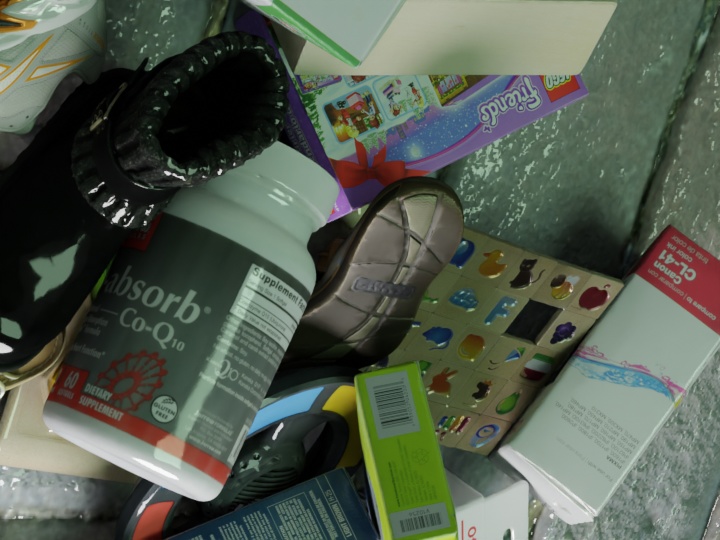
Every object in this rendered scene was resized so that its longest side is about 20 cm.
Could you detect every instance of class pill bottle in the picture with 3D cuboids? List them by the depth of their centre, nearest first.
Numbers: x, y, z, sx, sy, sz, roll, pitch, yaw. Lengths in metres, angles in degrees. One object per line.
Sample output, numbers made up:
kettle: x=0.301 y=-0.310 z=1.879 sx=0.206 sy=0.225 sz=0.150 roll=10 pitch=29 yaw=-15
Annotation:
pill bottle: x=-0.095 y=0.022 z=1.238 sx=0.116 sy=0.115 sz=0.201 roll=35 pitch=75 yaw=-45

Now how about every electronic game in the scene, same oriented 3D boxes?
electronic game: x=-0.070 y=0.133 z=1.366 sx=0.199 sy=0.042 sz=0.201 roll=-29 pitch=152 yaw=-17

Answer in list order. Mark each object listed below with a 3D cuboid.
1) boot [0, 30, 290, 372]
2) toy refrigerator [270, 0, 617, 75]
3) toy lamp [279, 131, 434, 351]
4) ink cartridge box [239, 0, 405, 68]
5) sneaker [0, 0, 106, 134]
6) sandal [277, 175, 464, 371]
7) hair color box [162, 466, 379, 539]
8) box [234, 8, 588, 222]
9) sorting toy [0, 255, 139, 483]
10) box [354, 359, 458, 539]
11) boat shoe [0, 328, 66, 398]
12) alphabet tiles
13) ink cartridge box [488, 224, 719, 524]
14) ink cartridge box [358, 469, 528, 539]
boot: x=-0.137 y=-0.039 z=1.158 sx=0.079 sy=0.157 sz=0.212 roll=39 pitch=67 yaw=-29
toy refrigerator: x=0.045 y=-0.163 z=1.268 sx=0.198 sy=0.076 sz=0.070 roll=-4 pitch=141 yaw=-27
toy lamp: x=0.008 y=-0.017 z=1.396 sx=0.058 sy=0.058 sz=0.201 roll=-43 pitch=133 yaw=-16
ink cartridge box: x=-0.078 y=-0.204 z=1.129 sx=0.146 sy=0.200 sz=0.083 roll=32 pitch=92 yaw=-44
sneaker: x=-0.216 y=-0.102 z=1.150 sx=0.199 sy=0.076 sz=0.093 roll=-29 pitch=132 yaw=-26
sandal: x=0.000 y=0.000 z=1.314 sx=0.081 sy=0.055 sz=0.200 roll=12 pitch=137 yaw=-20
hair color box: x=-0.090 y=0.205 z=1.359 sx=0.199 sy=0.061 sz=0.100 roll=-21 pitch=154 yaw=-15
box: x=0.035 y=-0.132 z=1.328 sx=0.199 sy=0.039 sz=0.138 roll=-26 pitch=92 yaw=-29
sorting toy: x=-0.125 y=0.044 z=1.324 sx=0.184 sy=0.036 sz=0.201 roll=14 pitch=101 yaw=-44
box: x=0.032 y=0.158 z=1.369 sx=0.047 sy=0.123 sz=0.201 roll=-11 pitch=150 yaw=-3
boat shoe: x=-0.250 y=0.051 z=1.191 sx=0.199 sy=0.063 sz=0.074 roll=-3 pitch=106 yaw=-36
alphabet tiles: x=0.062 y=0.047 z=1.428 sx=0.199 sy=0.008 sz=0.168 roll=18 pitch=119 yaw=-38
ink cartridge box: x=0.188 y=0.078 z=1.533 sx=0.200 sy=0.085 sz=0.148 roll=-51 pitch=176 yaw=-8
ink cartridge box: x=0.025 y=0.217 z=1.519 sx=0.199 sy=0.067 sz=0.117 roll=-20 pitch=122 yaw=-32
